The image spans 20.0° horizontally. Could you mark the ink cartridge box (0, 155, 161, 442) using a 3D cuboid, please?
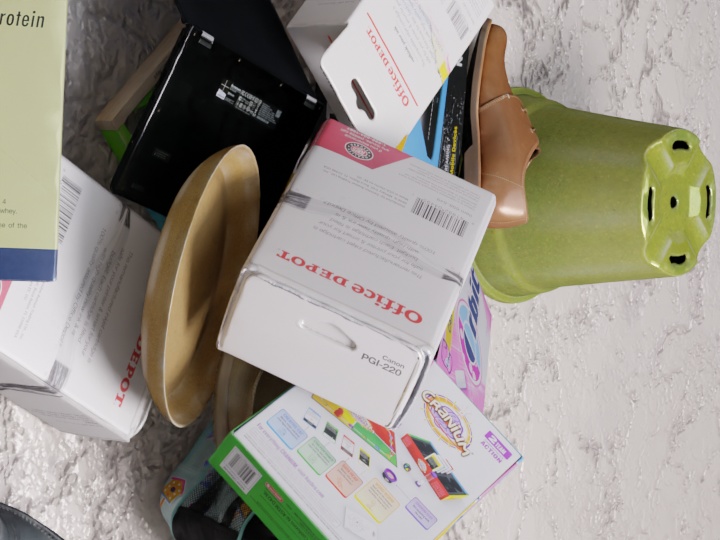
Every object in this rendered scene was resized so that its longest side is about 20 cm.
[{"bbox_3d":[-0.218,0.011,1.409,0.200,0.084,0.147,40,62,-43],"label":"ink cartridge box"}]

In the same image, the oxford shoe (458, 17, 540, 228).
[{"bbox_3d":[0.123,-0.127,1.794,0.071,0.071,0.202,98,-5,-70],"label":"oxford shoe"}]

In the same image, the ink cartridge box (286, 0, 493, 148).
[{"bbox_3d":[0.016,-0.187,1.607,0.201,0.067,0.117,-56,131,-33],"label":"ink cartridge box"}]

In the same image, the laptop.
[{"bbox_3d":[-0.125,-0.143,1.510,0.187,0.115,0.201,25,90,-57],"label":"laptop"}]

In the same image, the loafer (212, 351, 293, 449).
[{"bbox_3d":[-0.055,0.056,1.523,0.076,0.067,0.201,90,19,-50],"label":"loafer"}]

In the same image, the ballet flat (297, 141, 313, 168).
[{"bbox_3d":[-0.034,-0.015,1.638,0.074,0.074,0.202,-7,118,-50],"label":"ballet flat"}]

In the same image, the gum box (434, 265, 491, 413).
[{"bbox_3d":[0.058,0.064,1.695,0.201,0.066,0.114,-81,154,-51],"label":"gum box"}]

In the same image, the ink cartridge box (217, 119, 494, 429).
[{"bbox_3d":[0.000,0.000,1.478,0.200,0.145,0.085,-63,178,-52],"label":"ink cartridge box"}]

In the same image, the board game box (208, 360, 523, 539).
[{"bbox_3d":[0.008,0.135,1.467,0.153,0.040,0.200,47,43,7],"label":"board game box"}]

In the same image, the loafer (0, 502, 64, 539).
[{"bbox_3d":[-0.263,0.186,1.380,0.200,0.070,0.069,28,72,-48],"label":"loafer"}]

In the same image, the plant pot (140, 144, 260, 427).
[{"bbox_3d":[-0.113,0.008,1.426,0.200,0.027,0.202,12,90,-79],"label":"plant pot"}]

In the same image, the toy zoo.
[{"bbox_3d":[-0.117,-0.080,1.574,0.132,0.020,0.201,-55,132,-32],"label":"toy zoo"}]

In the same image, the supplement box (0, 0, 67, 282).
[{"bbox_3d":[-0.283,-0.099,1.220,0.198,0.134,0.202,2,92,-17],"label":"supplement box"}]

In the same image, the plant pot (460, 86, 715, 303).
[{"bbox_3d":[0.212,-0.065,1.847,0.200,0.183,0.202,-6,98,-49],"label":"plant pot"}]

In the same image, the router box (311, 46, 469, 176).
[{"bbox_3d":[0.026,-0.148,1.716,0.149,0.051,0.202,2,93,-50],"label":"router box"}]

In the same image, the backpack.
[{"bbox_3d":[-0.042,0.174,1.579,0.200,0.153,0.176,-48,129,-17],"label":"backpack"}]
